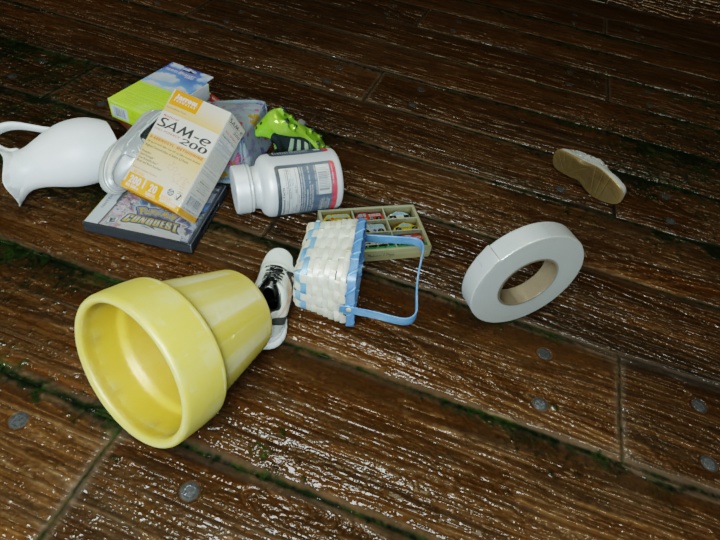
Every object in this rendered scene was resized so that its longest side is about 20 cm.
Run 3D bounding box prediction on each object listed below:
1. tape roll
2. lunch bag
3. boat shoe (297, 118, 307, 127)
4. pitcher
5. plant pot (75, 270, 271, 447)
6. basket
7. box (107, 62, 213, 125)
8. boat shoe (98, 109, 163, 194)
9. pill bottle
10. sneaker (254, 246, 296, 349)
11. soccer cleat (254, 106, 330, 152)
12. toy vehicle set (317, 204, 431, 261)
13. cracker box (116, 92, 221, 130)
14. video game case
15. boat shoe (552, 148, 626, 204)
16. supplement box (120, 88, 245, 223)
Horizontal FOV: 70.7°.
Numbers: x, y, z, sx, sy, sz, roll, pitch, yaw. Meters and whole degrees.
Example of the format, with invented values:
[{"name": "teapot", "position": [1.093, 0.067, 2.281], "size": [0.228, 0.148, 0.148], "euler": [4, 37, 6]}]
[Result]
[{"name": "tape roll", "position": [0.261, 0.007, 0.820], "size": [0.202, 0.203, 0.037], "euler": [-9, 49, -18]}, {"name": "lunch bag", "position": [-0.303, -0.271, 1.046], "size": [0.199, 0.127, 0.170], "euler": [3, 44, 12]}, {"name": "boat shoe", "position": [-0.148, -0.260, 1.110], "size": [0.057, 0.069, 0.200], "euler": [33, 44, -16]}, {"name": "pitcher", "position": [-0.569, -0.230, 0.953], "size": [0.200, 0.121, 0.172], "euler": [-27, 78, -22]}, {"name": "plant pot", "position": [-0.226, 0.091, 0.667], "size": [0.200, 0.201, 0.189], "euler": [30, 33, 19]}, {"name": "basket", "position": [0.000, 0.000, 0.823], "size": [0.199, 0.139, 0.177], "euler": [7, 46, 8]}, {"name": "box", "position": [-0.423, -0.375, 1.097], "size": [0.122, 0.048, 0.200], "euler": [24, 49, 12]}, {"name": "boat shoe", "position": [-0.411, -0.226, 0.953], "size": [0.068, 0.072, 0.200], "euler": [0, 50, 36]}, {"name": "pill bottle", "position": [-0.143, -0.167, 0.975], "size": [0.199, 0.120, 0.120], "euler": [-10, 49, -18]}, {"name": "sneaker", "position": [-0.136, 0.027, 0.820], "size": [0.073, 0.080, 0.200], "euler": [3, 45, -4]}, {"name": "soccer cleat", "position": [-0.129, -0.257, 1.031], "size": [0.081, 0.200, 0.068], "euler": [-27, 60, 25]}, {"name": "toy vehicle set", "position": [0.024, -0.072, 0.977], "size": [0.199, 0.027, 0.125], "euler": [-5, 48, -14]}, {"name": "cracker box", "position": [-0.435, -0.365, 1.158], "size": [0.134, 0.058, 0.200], "euler": [39, 52, 25]}, {"name": "video game case", "position": [-0.378, -0.120, 0.955], "size": [0.199, 0.026, 0.181], "euler": [12, 46, 2]}, {"name": "boat shoe", "position": [0.547, -0.231, 1.187], "size": [0.069, 0.071, 0.200], "euler": [-20, 52, -24]}, {"name": "supplement box", "position": [-0.314, -0.203, 0.907], "size": [0.126, 0.074, 0.201], "euler": [25, 83, 12]}]
